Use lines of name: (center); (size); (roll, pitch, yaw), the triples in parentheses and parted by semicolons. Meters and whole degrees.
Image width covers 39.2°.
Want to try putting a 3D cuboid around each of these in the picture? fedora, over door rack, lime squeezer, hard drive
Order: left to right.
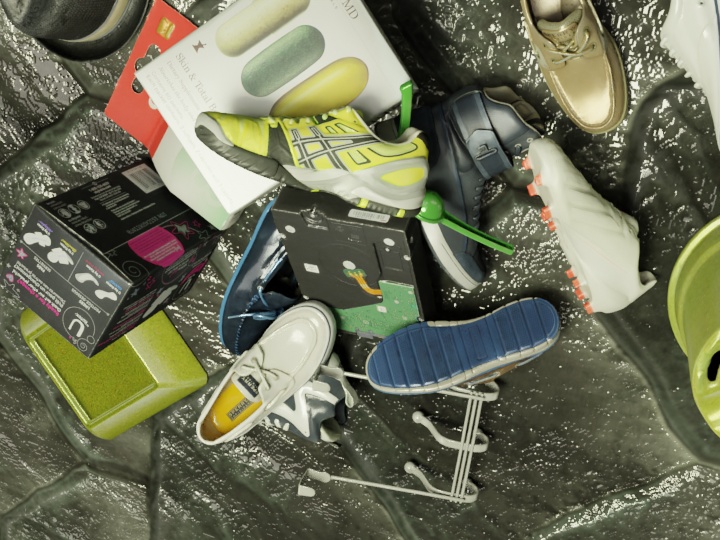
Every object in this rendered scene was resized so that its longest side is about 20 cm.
fedora: (-0.313, -0.311, 1.048); (0.200, 0.092, 0.201); (8, 113, 19)
hard drive: (0.000, 0.000, 1.015); (0.139, 0.038, 0.200); (10, 145, 21)
over door rack: (0.038, 0.170, 1.088); (0.199, 0.067, 0.148); (5, 114, -6)
lime squeezer: (0.063, -0.077, 0.905); (0.070, 0.038, 0.200); (-30, 120, 11)

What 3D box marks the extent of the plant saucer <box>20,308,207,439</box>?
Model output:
plant saucer: (-0.316, 0.103, 1.237); (0.199, 0.048, 0.200); (-31, 96, 29)

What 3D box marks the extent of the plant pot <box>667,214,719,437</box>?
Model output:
plant pot: (0.355, 0.060, 0.862); (0.200, 0.184, 0.201); (8, 113, 20)

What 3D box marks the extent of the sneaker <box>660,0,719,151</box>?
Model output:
sneaker: (0.295, -0.194, 0.861); (0.071, 0.073, 0.201); (-4, 99, 33)

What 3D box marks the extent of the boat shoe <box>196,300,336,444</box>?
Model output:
boat shoe: (-0.104, 0.112, 1.063); (0.071, 0.070, 0.200); (48, 111, 6)

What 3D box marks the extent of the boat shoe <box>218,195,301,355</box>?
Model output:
boat shoe: (-0.097, 0.016, 1.090); (0.069, 0.084, 0.200); (34, 122, 22)

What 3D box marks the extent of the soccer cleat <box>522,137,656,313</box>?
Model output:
soccer cleat: (0.212, -0.047, 0.935); (0.077, 0.069, 0.200); (-27, 120, 6)

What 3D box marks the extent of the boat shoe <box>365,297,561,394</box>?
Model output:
boat shoe: (0.106, 0.088, 1.018); (0.199, 0.072, 0.072); (-14, 64, 10)

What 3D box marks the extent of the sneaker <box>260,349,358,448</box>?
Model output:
sneaker: (-0.083, 0.164, 1.144); (0.199, 0.079, 0.130); (-40, 83, 20)

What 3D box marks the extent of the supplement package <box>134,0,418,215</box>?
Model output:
supplement package: (-0.069, -0.174, 0.934); (0.200, 0.151, 0.152); (-33, 96, 8)

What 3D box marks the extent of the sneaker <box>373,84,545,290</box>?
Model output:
sneaker: (0.120, -0.081, 0.968); (0.146, 0.077, 0.203); (-24, 121, 10)

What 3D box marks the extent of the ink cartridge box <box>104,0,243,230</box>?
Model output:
ink cartridge box: (-0.180, -0.166, 1.077); (0.200, 0.050, 0.161); (36, 119, 4)

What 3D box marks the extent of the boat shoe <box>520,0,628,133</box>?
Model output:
boat shoe: (0.180, -0.212, 0.897); (0.072, 0.065, 0.201); (-16, 103, 27)

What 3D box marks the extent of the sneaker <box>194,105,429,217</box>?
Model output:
sneaker: (-0.037, -0.104, 0.838); (0.199, 0.075, 0.077); (14, 98, -15)

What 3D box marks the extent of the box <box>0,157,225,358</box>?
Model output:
box: (-0.259, -0.019, 1.078); (0.132, 0.200, 0.115); (38, 118, 5)
